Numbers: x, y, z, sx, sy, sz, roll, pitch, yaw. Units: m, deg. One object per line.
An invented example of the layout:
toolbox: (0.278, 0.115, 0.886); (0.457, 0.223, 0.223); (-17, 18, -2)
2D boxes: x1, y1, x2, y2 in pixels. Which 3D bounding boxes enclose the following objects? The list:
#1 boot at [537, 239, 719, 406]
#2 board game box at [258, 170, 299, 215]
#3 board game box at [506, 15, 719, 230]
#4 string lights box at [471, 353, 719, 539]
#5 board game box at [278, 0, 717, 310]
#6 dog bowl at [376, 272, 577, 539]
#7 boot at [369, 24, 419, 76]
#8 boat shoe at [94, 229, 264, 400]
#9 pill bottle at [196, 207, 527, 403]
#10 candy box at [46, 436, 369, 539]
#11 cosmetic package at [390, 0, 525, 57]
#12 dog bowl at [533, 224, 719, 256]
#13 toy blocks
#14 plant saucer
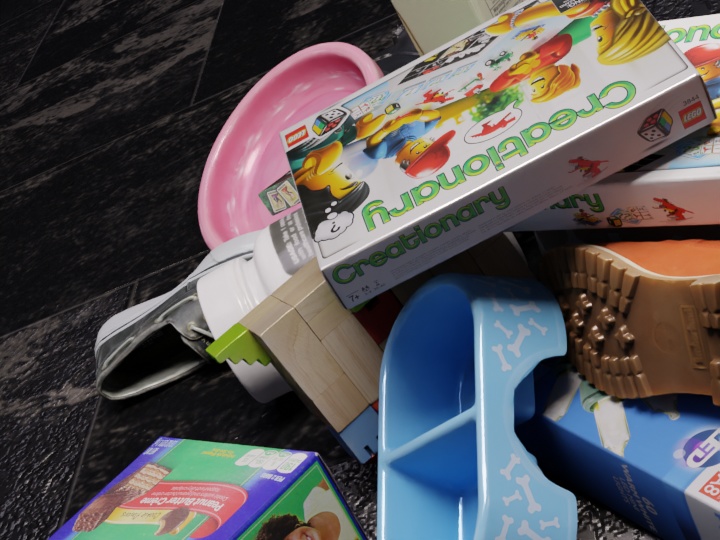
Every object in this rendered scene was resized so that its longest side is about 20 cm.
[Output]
boot: (0.174, 0.017, 0.658); (0.107, 0.075, 0.200); (-19, 16, -28)
board game box: (0.030, -0.095, 0.897); (0.200, 0.023, 0.105); (-22, 10, 42)
board game box: (0.146, -0.077, 0.698); (0.200, 0.035, 0.126); (-2, 46, 34)
string lights box: (0.160, 0.076, 0.691); (0.103, 0.059, 0.200); (-38, 30, -18)
board game box: (0.061, -0.072, 0.681); (0.200, 0.035, 0.126); (-28, 39, 7)
dog bowl: (0.053, 0.090, 0.686); (0.111, 0.050, 0.200); (-36, 44, 48)
boot: (0.076, -0.185, 1.149); (0.168, 0.076, 0.200); (-41, 24, -9)
boat shoe: (-0.113, 0.042, 1.001); (0.200, 0.072, 0.071); (-31, 37, 21)
pill bottle: (0.000, 0.000, 0.900); (0.200, 0.114, 0.114); (-28, 29, 5)
candy box: (-0.120, 0.182, 0.731); (0.169, 0.077, 0.200); (-5, 32, 51)
cosmetic package: (0.105, -0.159, 0.956); (0.073, 0.200, 0.104); (0, 41, 45)
dog bowl: (0.191, -0.042, 0.785); (0.200, 0.059, 0.200); (-9, 18, 3)
toy blocks: (0.031, 0.037, 0.801); (0.200, 0.137, 0.100); (-40, 18, -11)
plant saucer: (-0.046, -0.086, 1.084); (0.200, 0.051, 0.201); (-26, 49, 33)
